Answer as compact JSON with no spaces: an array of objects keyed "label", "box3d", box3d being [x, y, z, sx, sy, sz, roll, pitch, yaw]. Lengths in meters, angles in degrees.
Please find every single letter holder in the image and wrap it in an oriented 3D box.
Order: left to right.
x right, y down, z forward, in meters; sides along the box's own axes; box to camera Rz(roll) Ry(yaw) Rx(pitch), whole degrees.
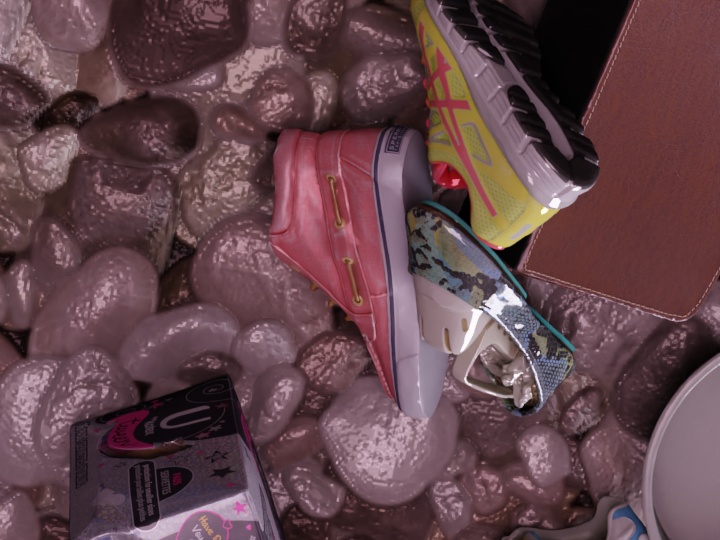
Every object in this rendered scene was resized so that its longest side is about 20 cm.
[{"label":"letter holder","box3d":[0.172,-0.088,1.496,0.141,0.101,0.201,16,104,-25]}]

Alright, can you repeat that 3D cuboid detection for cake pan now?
[{"label":"cake pan","box3d":[0.275,0.130,1.598,0.198,0.037,0.202,-2,106,-9]}]

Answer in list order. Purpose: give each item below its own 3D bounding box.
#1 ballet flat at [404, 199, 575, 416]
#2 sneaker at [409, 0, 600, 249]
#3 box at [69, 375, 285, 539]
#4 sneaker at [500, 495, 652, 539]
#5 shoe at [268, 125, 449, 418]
[{"label":"ballet flat","box3d":[0.073,0.032,1.494,0.074,0.074,0.200,-39,137,6]},{"label":"sneaker","box3d":[0.064,-0.095,1.446,0.078,0.201,0.090,16,127,-34]},{"label":"box","box3d":[-0.106,0.166,1.491,0.114,0.200,0.133,-17,108,-2]},{"label":"sneaker","box3d":[0.100,0.216,1.599,0.199,0.077,0.081,-24,101,-6]},{"label":"shoe","box3d":[0.000,0.000,1.527,0.090,0.072,0.201,4,123,19]}]
